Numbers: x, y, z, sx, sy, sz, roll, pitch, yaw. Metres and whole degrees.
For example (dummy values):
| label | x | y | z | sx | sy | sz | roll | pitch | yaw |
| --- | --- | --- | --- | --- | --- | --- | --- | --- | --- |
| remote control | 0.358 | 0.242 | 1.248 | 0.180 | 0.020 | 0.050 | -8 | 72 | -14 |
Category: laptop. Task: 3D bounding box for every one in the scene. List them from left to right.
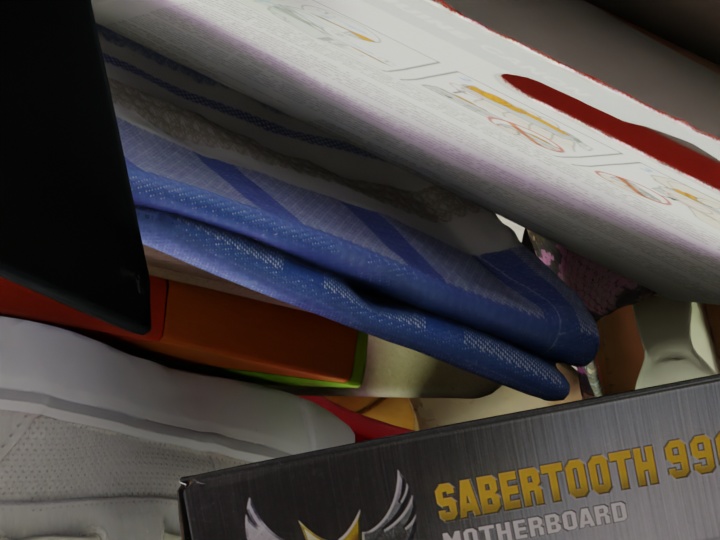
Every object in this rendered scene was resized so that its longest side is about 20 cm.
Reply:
| label | x | y | z | sx | sy | sz | roll | pitch | yaw |
| --- | --- | --- | --- | --- | --- | --- | --- | --- | --- |
| laptop | -0.120 | -0.082 | 0.459 | 0.200 | 0.103 | 0.177 | 23 | 177 | 11 |

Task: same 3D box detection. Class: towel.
| label | x | y | z | sx | sy | sz | roll | pitch | yaw |
| --- | --- | --- | --- | --- | --- | --- | --- | --- | --- |
| towel | -0.039 | -0.044 | 0.686 | 0.147 | 0.024 | 0.200 | 21 | -162 | -33 |

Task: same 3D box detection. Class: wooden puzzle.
| label | x | y | z | sx | sy | sz | roll | pitch | yaw |
| --- | --- | --- | --- | --- | --- | --- | --- | --- | --- |
| wooden puzzle | -0.092 | 0.004 | 0.713 | 0.185 | 0.037 | 0.200 | -1 | 165 | 45 |

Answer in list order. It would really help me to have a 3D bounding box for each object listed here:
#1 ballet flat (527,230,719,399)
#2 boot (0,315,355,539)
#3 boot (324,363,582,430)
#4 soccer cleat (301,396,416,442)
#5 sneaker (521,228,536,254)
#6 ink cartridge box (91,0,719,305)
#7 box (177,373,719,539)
| label | x | y | z | sx | sy | sz | roll | pitch | yaw |
| --- | --- | --- | --- | --- | --- | --- | --- | --- | --- |
| ballet flat | 0.092 | 0.042 | 0.795 | 0.069 | 0.071 | 0.200 | -13 | 141 | 14 |
| boot | -0.064 | 0.070 | 0.703 | 0.073 | 0.096 | 0.200 | 2 | 171 | 27 |
| boot | -0.001 | 0.000 | 0.904 | 0.144 | 0.071 | 0.201 | 53 | 178 | 44 |
| soccer cleat | 0.044 | 0.092 | 0.810 | 0.200 | 0.067 | 0.077 | 26 | 143 | 17 |
| sneaker | 0.137 | 0.025 | 0.883 | 0.104 | 0.060 | 0.200 | 6 | 161 | 37 |
| ink cartridge box | 0.038 | -0.042 | 0.575 | 0.162 | 0.050 | 0.200 | 25 | 173 | -15 |
| box | 0.081 | 0.048 | 0.653 | 0.200 | 0.048 | 0.158 | -11 | 176 | 18 |
